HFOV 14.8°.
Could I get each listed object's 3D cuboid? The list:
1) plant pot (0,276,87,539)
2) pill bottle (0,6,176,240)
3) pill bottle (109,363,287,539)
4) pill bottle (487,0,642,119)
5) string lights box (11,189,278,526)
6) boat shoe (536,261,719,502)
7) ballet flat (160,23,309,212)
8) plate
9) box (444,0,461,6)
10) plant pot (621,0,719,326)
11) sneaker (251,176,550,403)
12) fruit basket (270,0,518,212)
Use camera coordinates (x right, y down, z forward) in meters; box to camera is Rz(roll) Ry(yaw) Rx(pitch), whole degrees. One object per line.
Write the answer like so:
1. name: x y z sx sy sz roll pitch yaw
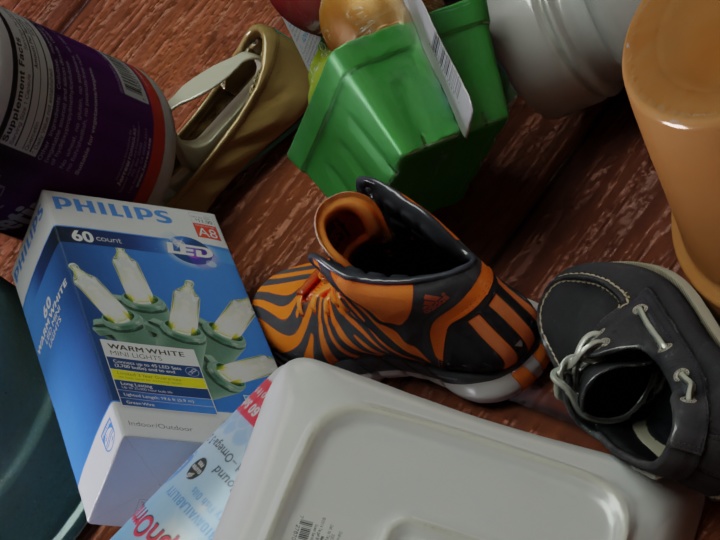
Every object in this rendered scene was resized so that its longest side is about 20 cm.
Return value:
1. plant pot: -0.257 0.056 1.463 0.200 0.196 0.201 -27 40 25
2. pill bottle: -0.196 -0.081 1.464 0.112 0.200 0.113 -11 71 34
3. pill bottle: -0.064 0.148 1.269 0.200 0.109 0.109 -46 35 -4
4. pill bottle: 0.164 -0.151 1.357 0.199 0.114 0.115 -22 40 26
5. string lights box: -0.104 0.046 1.397 0.059 0.102 0.200 -66 30 30
6. boat shoe: 0.118 0.042 1.219 0.200 0.062 0.073 44 121 59
7. ballet flat: -0.105 -0.059 1.563 0.200 0.063 0.069 -48 33 -7
8. plate: 0.029 0.137 1.163 0.199 0.032 0.200 17 59 9
9. box: 0.075 -0.218 1.507 0.157 0.050 0.200 -11 37 -8
10. plant pot: 0.207 -0.074 1.216 0.200 0.140 0.201 -26 38 22
11. sneaker: 0.000 0.000 1.358 0.200 0.112 0.078 3 54 46
12. fruit basket: 0.003 -0.130 1.392 0.093 0.185 0.201 -14 71 -17
